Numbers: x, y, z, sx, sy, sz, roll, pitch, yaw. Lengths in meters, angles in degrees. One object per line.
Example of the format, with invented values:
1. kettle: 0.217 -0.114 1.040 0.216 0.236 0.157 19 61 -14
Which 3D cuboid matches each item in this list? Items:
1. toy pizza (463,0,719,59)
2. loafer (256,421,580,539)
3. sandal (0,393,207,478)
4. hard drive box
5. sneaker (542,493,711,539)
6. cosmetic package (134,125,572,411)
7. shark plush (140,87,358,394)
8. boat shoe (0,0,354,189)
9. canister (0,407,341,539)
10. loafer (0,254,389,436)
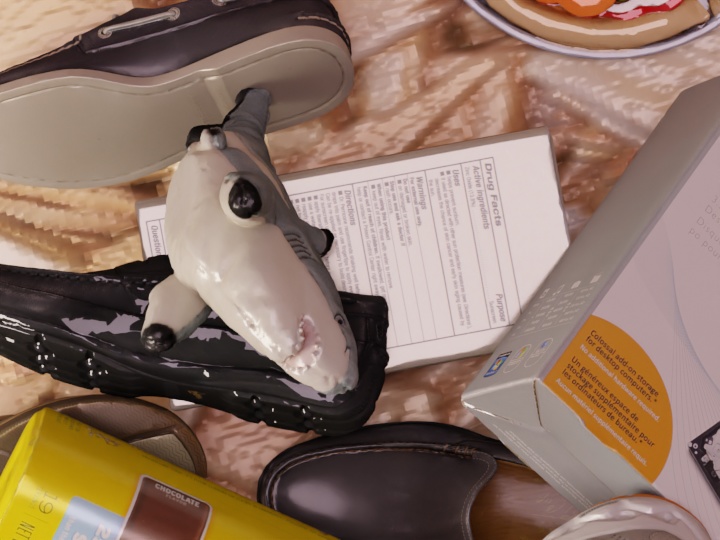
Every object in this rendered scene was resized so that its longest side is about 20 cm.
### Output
1. toy pizza: 0.120 -0.203 1.377 0.200 0.032 0.201 0 88 0
2. loafer: 0.050 0.109 1.346 0.200 0.072 0.073 1 88 1
3. sandal: -0.170 0.104 1.357 0.200 0.054 0.080 -21 112 13
4. hard drive box: 0.168 0.030 1.298 0.156 0.077 0.200 42 66 -13
5. sneaker: 0.057 0.163 1.211 0.200 0.092 0.076 -27 108 13
6. cosmetic package: 0.000 0.000 1.350 0.200 0.071 0.105 -9 89 0
7. shark plush: -0.049 -0.015 1.263 0.083 0.200 0.091 23 107 -20
8. boat shoe: -0.102 -0.093 1.372 0.200 0.073 0.063 -12 45 5
9. canister: -0.087 0.165 1.307 0.200 0.087 0.149 25 110 -9
10. loafer: -0.085 0.022 1.286 0.200 0.068 0.071 12 71 3
